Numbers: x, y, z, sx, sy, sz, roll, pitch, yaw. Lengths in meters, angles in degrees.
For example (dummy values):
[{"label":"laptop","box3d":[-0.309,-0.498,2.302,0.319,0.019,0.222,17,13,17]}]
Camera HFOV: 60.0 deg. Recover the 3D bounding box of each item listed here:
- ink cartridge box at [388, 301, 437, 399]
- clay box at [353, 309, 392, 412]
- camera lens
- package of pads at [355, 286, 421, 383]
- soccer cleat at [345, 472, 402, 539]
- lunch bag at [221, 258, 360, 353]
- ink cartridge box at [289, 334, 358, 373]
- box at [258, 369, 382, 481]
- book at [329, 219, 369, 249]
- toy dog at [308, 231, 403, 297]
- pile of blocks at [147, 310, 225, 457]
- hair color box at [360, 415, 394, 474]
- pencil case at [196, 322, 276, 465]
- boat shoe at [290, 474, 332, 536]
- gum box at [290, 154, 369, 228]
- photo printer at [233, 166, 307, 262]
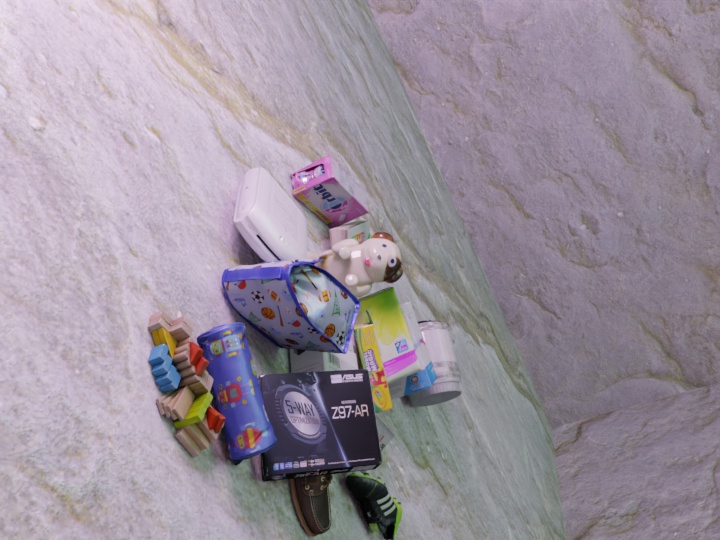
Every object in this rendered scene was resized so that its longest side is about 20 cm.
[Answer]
[{"label":"ink cartridge box","box3d":[0.085,0.196,1.519,0.205,0.141,0.084,70,21,0]},{"label":"clay box","box3d":[0.021,0.188,1.324,0.115,0.046,0.206,130,-54,-86]},{"label":"camera lens","box3d":[0.185,0.250,1.702,0.159,0.156,0.206,31,43,-58]},{"label":"package of pads","box3d":[0.034,0.159,1.422,0.068,0.151,0.205,154,-83,-80]},{"label":"soccer cleat","box3d":[0.029,0.472,1.247,0.201,0.066,0.083,54,38,-37]},{"label":"lunch bag","box3d":[-0.121,0.048,1.075,0.200,0.166,0.127,42,55,-43]},{"label":"ink cartridge box","box3d":[-0.072,0.164,1.236,0.146,0.082,0.205,40,35,-53]},{"label":"box","box3d":[-0.071,0.253,1.037,0.044,0.194,0.164,120,-34,-57]},{"label":"book","box3d":[-0.020,-0.050,1.589,0.200,0.047,0.138,-32,121,-69]},{"label":"toy dog","box3d":[0.000,0.000,1.383,0.192,0.196,0.144,13,61,-56]},{"label":"pile of blocks","box3d":[-0.238,0.150,0.860,0.205,0.061,0.082,69,21,-2]},{"label":"hair color box","box3d":[-0.013,0.301,1.186,0.061,0.102,0.201,33,-15,38]},{"label":"pencil case","box3d":[-0.185,0.183,0.941,0.087,0.076,0.206,64,8,-82]},{"label":"boat shoe","box3d":[-0.083,0.346,1.065,0.070,0.069,0.206,-5,77,-69]},{"label":"gum box","box3d":[-0.074,-0.188,1.510,0.199,0.111,0.068,39,36,-54]},{"label":"photo printer","box3d":[-0.168,-0.087,1.187,0.167,0.069,0.202,49,17,-29]}]
